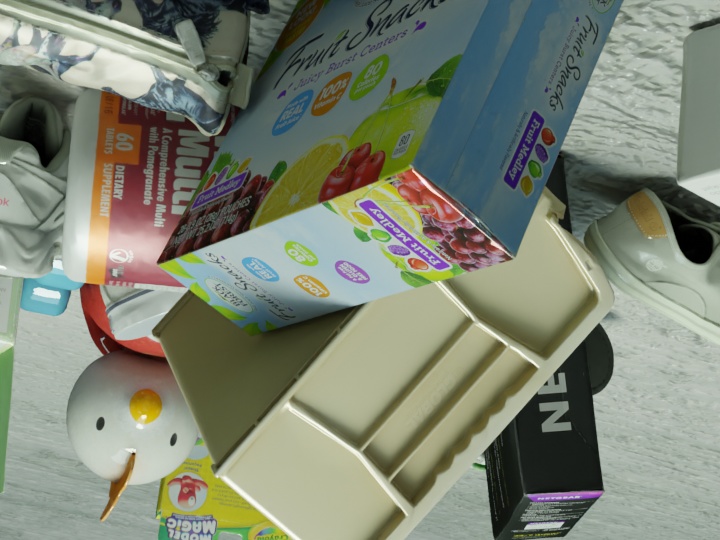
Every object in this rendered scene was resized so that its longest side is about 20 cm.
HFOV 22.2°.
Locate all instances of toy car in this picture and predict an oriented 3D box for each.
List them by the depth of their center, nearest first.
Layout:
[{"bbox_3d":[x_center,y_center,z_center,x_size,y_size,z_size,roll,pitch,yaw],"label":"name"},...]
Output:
[{"bbox_3d":[-0.149,0.073,1.270,0.183,0.202,0.177,12,165,-15],"label":"toy car"}]

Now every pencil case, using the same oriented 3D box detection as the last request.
[{"bbox_3d":[-0.145,-0.124,0.865,0.199,0.078,0.089,15,-178,-21],"label":"pencil case"}]

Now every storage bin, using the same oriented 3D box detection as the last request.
[{"bbox_3d":[0.005,0.020,0.904,0.094,0.199,0.200,41,-177,-22],"label":"storage bin"}]

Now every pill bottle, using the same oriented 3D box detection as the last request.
[{"bbox_3d":[-0.065,-0.040,1.038,0.198,0.110,0.110,5,163,-8],"label":"pill bottle"}]

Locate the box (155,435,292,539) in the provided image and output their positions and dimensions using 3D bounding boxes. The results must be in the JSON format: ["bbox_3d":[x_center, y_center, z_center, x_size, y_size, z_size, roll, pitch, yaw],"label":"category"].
[{"bbox_3d":[-0.089,0.124,1.410,0.116,0.202,0.048,10,162,-8],"label":"box"}]

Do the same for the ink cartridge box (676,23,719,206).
[{"bbox_3d":[0.272,-0.059,0.896,0.199,0.084,0.146,23,156,-38],"label":"ink cartridge box"}]

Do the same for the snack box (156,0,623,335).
[{"bbox_3d":[0.014,-0.070,0.815,0.068,0.169,0.199,39,150,-24],"label":"snack box"}]

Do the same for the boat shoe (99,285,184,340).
[{"bbox_3d":[-0.075,-0.022,1.165,0.199,0.070,0.071,-22,169,8],"label":"boat shoe"}]

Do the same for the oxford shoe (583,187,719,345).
[{"bbox_3d":[0.216,0.001,1.141,0.058,0.075,0.199,-45,138,21],"label":"oxford shoe"}]

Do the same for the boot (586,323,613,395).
[{"bbox_3d":[0.071,0.052,1.372,0.199,0.070,0.174,17,165,-17],"label":"boot"}]

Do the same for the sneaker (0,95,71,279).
[{"bbox_3d":[-0.194,-0.055,1.105,0.077,0.100,0.200,12,-172,-3],"label":"sneaker"}]

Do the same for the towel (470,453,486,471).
[{"bbox_3d":[0.058,0.048,1.176,0.030,0.150,0.200,-10,166,19],"label":"towel"}]

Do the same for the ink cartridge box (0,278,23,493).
[{"bbox_3d":[-0.281,0.061,1.291,0.048,0.202,0.145,13,162,-26],"label":"ink cartridge box"}]

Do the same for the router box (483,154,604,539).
[{"bbox_3d":[0.100,0.051,1.103,0.051,0.202,0.149,-4,163,-4],"label":"router box"}]
